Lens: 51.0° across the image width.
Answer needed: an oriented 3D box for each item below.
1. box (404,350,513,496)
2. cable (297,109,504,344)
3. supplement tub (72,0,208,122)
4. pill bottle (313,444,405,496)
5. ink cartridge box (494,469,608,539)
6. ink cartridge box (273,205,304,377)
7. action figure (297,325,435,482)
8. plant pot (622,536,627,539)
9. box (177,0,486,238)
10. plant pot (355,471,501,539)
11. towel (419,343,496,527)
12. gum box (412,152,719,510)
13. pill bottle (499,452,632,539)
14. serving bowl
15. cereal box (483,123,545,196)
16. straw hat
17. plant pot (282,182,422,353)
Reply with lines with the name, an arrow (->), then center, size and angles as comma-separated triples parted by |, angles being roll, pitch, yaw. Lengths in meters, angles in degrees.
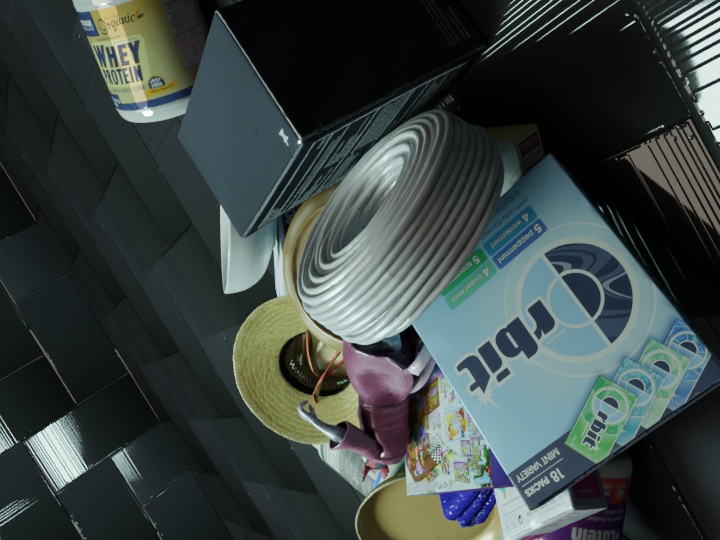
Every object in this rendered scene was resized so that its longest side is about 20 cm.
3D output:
box -> 0.089, 0.136, 0.708 | 0.200, 0.039, 0.139 | 134, 135, -66
cable -> 0.027, -0.039, 0.602 | 0.069, 0.201, 0.200 | 34, 125, -18
supplement tub -> -0.263, -0.300, 0.927 | 0.144, 0.144, 0.202 | 22, 137, 47
pill bottle -> 0.009, 0.253, 1.089 | 0.199, 0.113, 0.115 | 27, 141, 44
ink cartridge box -> 0.145, 0.121, 0.662 | 0.120, 0.041, 0.202 | 120, 145, -55
ink cartridge box -> -0.093, 0.010, 1.022 | 0.201, 0.043, 0.200 | -107, 15, -49
action figure -> 0.029, 0.123, 0.736 | 0.147, 0.134, 0.203 | 12, 116, 32
plant pot -> 0.223, 0.393, 0.838 | 0.200, 0.160, 0.202 | 38, 146, 31
box -> -0.035, -0.153, 0.652 | 0.124, 0.198, 0.200 | 55, 152, 3
plant pot -> 0.093, 0.317, 0.974 | 0.028, 0.197, 0.202 | -88, -10, -54
towel -> 0.102, 0.155, 0.807 | 0.149, 0.049, 0.202 | 97, 166, -52
gum box -> 0.142, 0.045, 0.570 | 0.170, 0.044, 0.201 | -42, 64, 20
pill bottle -> 0.189, 0.265, 0.718 | 0.111, 0.110, 0.203 | 8, 90, 55
serving bowl -> -0.143, -0.072, 0.966 | 0.200, 0.065, 0.203 | 179, 90, -77
cereal box -> 0.123, -0.031, 0.692 | 0.143, 0.039, 0.202 | 7, 125, 54
straw hat -> -0.047, 0.107, 0.918 | 0.198, 0.085, 0.204 | 5, 108, 14
plant pot -> 0.000, 0.000, 0.807 | 0.198, 0.027, 0.203 | 4, 101, 21
